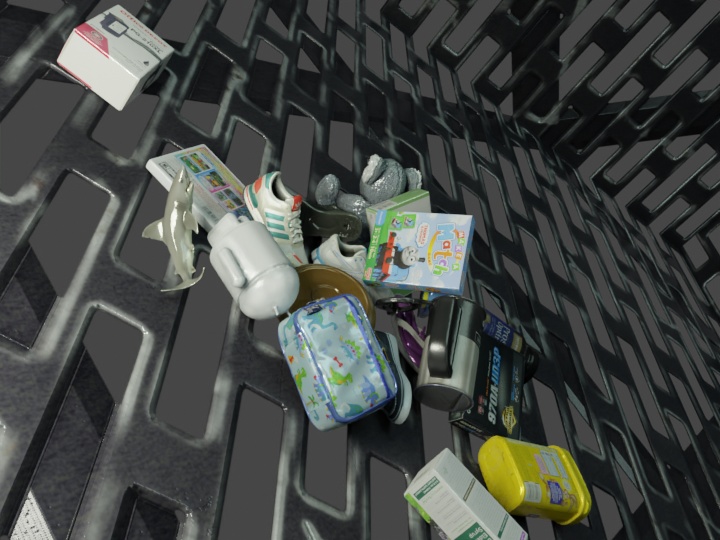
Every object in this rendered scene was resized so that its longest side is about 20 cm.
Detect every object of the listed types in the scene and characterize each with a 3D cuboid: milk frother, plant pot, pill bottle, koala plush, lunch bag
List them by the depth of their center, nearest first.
[{"bbox_3d":[-0.035,0.145,1.288,0.159,0.082,0.203,-13,75,-43],"label":"lunch bag"},{"bbox_3d":[-0.061,0.057,1.417,0.196,0.028,0.202,14,42,-13],"label":"plant pot"},{"bbox_3d":[0.122,0.145,1.496,0.181,0.197,0.191,47,47,-42],"label":"milk frother"},{"bbox_3d":[0.030,-0.159,1.713,0.175,0.200,0.186,19,37,-38],"label":"koala plush"},{"bbox_3d":[0.291,0.164,1.718,0.198,0.112,0.113,33,30,-18],"label":"pill bottle"}]

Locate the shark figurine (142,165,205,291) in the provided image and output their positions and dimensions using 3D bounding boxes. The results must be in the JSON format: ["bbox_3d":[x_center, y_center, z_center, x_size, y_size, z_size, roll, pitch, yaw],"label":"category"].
[{"bbox_3d":[-0.307,-0.045,1.278,0.088,0.128,0.219,0,64,-19],"label":"shark figurine"}]

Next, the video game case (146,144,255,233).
[{"bbox_3d":[-0.279,-0.147,1.479,0.200,0.024,0.182,46,28,4],"label":"video game case"}]

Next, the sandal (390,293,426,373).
[{"bbox_3d":[0.106,0.123,1.595,0.081,0.050,0.205,14,42,-40],"label":"sandal"}]

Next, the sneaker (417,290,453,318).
[{"bbox_3d":[0.159,0.064,1.637,0.077,0.068,0.200,6,-10,1],"label":"sneaker"}]

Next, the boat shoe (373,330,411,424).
[{"bbox_3d":[0.027,0.183,1.403,0.089,0.071,0.202,19,33,-26],"label":"boat shoe"}]

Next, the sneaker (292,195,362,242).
[{"bbox_3d":[-0.099,-0.106,1.617,0.195,0.078,0.114,10,3,-11],"label":"sneaker"}]

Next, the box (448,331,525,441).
[{"bbox_3d":[0.255,0.235,1.573,0.157,0.046,0.203,30,54,-25],"label":"box"}]

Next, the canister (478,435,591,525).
[{"bbox_3d":[0.326,0.394,1.486,0.197,0.087,0.150,20,36,-36],"label":"canister"}]

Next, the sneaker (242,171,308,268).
[{"bbox_3d":[-0.141,-0.091,1.483,0.202,0.093,0.070,61,29,4],"label":"sneaker"}]

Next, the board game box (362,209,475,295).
[{"bbox_3d":[0.113,-0.037,1.525,0.037,0.196,0.154,51,48,-60],"label":"board game box"}]

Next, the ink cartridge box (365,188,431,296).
[{"bbox_3d":[0.093,-0.055,1.679,0.144,0.204,0.048,-23,27,-29],"label":"ink cartridge box"}]

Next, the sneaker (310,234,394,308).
[{"bbox_3d":[0.000,0.000,1.584,0.198,0.087,0.076,34,28,-21],"label":"sneaker"}]

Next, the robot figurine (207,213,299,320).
[{"bbox_3d":[-0.176,-0.001,1.323,0.201,0.113,0.169,54,22,19],"label":"robot figurine"}]

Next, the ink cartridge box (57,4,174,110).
[{"bbox_3d":[-0.467,-0.416,1.525,0.144,0.084,0.201,37,29,-13],"label":"ink cartridge box"}]

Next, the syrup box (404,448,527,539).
[{"bbox_3d":[0.173,0.400,1.283,0.200,0.079,0.081,47,28,5],"label":"syrup box"}]
